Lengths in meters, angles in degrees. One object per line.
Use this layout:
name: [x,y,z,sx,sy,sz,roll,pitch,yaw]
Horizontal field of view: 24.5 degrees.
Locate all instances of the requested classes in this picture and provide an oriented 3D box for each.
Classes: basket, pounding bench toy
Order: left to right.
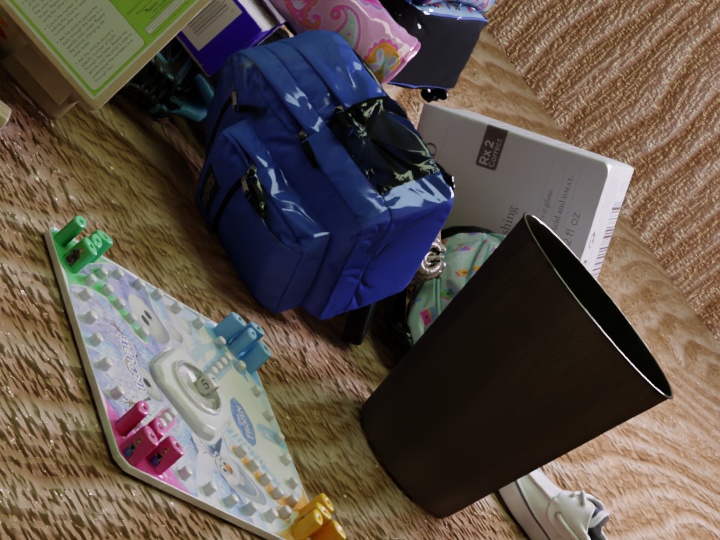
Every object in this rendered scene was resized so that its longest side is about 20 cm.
pounding bench toy: [-0.219,-0.165,1.111,0.124,0.200,0.156,48,-16,-16]
basket: [0.109,0.087,1.288,0.181,0.200,0.136,51,14,-1]

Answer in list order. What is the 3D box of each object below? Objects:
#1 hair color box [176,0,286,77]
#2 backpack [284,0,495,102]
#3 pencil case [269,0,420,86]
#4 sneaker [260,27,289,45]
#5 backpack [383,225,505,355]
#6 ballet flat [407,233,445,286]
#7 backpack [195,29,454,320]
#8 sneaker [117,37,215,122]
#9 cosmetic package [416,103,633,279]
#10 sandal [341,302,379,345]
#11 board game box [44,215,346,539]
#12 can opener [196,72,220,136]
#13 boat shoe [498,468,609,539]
hair color box: [-0.126,-0.229,1.389,0.110,0.065,0.200,50,11,-6]
backpack: [0.005,-0.263,1.575,0.200,0.135,0.182,38,20,24]
pencil case: [-0.038,-0.234,1.400,0.200,0.087,0.088,49,15,-17]
sneaker: [-0.137,-0.244,1.546,0.200,0.078,0.091,39,8,13]
backpack: [0.104,0.048,1.493,0.168,0.126,0.200,58,18,-10]
ballet flat: [0.060,-0.043,1.502,0.046,0.068,0.200,13,27,1]
backpack: [-0.044,-0.084,1.293,0.167,0.163,0.201,-16,66,-33]
sneaker: [-0.171,-0.167,1.312,0.082,0.073,0.200,49,14,13]
cosmetic package: [0.149,-0.060,1.676,0.198,0.166,0.165,19,8,15]
sandal: [0.000,-0.001,1.442,0.048,0.076,0.201,17,20,3]
board game box: [-0.102,0.074,1.047,0.200,0.026,0.201,35,22,-45]
can opener: [-0.150,-0.176,1.442,0.201,0.052,0.066,56,12,15]
boat shoe: [0.188,0.226,1.447,0.201,0.065,0.073,55,16,15]
